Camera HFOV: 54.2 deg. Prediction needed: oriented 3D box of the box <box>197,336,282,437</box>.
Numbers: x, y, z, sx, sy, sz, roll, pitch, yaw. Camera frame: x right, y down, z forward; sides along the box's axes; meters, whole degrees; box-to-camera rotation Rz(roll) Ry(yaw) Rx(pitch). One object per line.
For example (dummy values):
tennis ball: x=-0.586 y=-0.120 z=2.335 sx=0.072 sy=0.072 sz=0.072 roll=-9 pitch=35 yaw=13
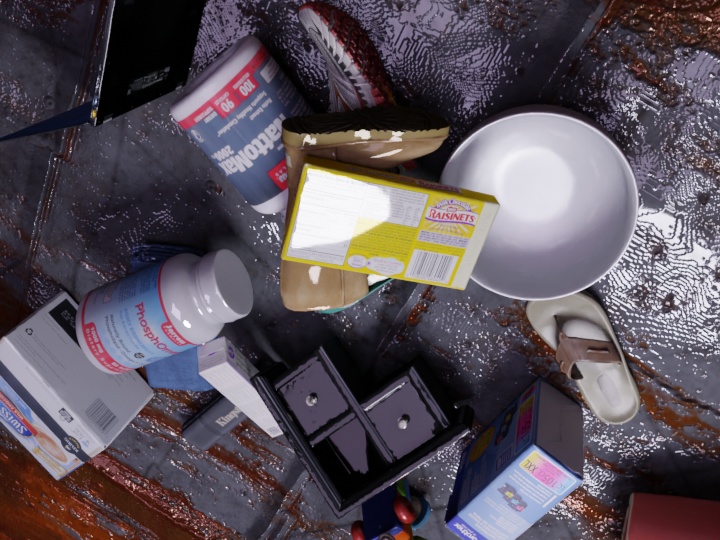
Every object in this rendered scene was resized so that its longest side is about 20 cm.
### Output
box: x=-0.140 y=0.153 z=0.898 sx=0.041 sy=0.039 sz=0.201 roll=-22 pitch=140 yaw=9

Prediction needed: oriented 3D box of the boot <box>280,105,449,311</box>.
boot: x=-0.001 y=-0.061 z=0.721 sx=0.171 sy=0.067 sz=0.203 roll=-4 pitch=124 yaw=-7

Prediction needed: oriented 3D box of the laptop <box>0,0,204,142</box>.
laptop: x=-0.266 y=-0.222 z=0.729 sx=0.114 sy=0.188 sz=0.202 roll=25 pitch=120 yaw=2

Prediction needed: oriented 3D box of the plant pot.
plant pot: x=0.394 y=0.357 z=0.822 sx=0.174 sy=0.200 sz=0.204 roll=10 pitch=118 yaw=22

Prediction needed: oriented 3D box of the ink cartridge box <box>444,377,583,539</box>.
ink cartridge box: x=0.178 y=0.247 z=0.853 sx=0.076 sy=0.137 sz=0.201 roll=34 pitch=120 yaw=0

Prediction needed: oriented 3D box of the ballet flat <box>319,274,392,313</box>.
ballet flat: x=0.000 y=0.000 z=0.825 sx=0.199 sy=0.071 sz=0.068 roll=-35 pitch=102 yaw=28

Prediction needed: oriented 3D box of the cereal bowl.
cereal bowl: x=0.180 y=-0.075 z=0.727 sx=0.196 sy=0.084 sz=0.204 roll=7 pitch=117 yaw=14

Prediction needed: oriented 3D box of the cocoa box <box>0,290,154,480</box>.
cocoa box: x=-0.423 y=0.162 z=0.995 sx=0.130 sy=0.134 sz=0.201 roll=-33 pitch=102 yaw=28

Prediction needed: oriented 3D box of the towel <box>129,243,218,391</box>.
towel: x=-0.244 y=0.065 z=0.942 sx=0.109 sy=0.049 sz=0.204 roll=6 pitch=115 yaw=10

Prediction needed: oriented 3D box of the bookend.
bookend: x=0.005 y=0.156 z=0.868 sx=0.198 sy=0.092 sz=0.201 roll=-34 pitch=86 yaw=12

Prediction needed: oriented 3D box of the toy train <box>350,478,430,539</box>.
toy train: x=0.052 y=0.344 z=0.899 sx=0.084 sy=0.201 sz=0.116 roll=-34 pitch=119 yaw=15

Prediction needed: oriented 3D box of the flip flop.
flip flop: x=0.258 y=0.102 z=0.804 sx=0.080 sy=0.058 sz=0.202 roll=-25 pitch=106 yaw=26

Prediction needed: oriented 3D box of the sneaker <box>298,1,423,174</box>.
sneaker: x=-0.012 y=-0.182 z=0.736 sx=0.081 sy=0.078 sz=0.202 roll=-22 pitch=107 yaw=26

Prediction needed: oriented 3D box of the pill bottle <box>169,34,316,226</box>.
pill bottle: x=-0.095 y=-0.133 z=0.755 sx=0.118 sy=0.121 sz=0.201 roll=-28 pitch=117 yaw=26

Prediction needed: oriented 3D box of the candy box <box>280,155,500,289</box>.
candy box: x=0.028 y=-0.042 z=0.683 sx=0.196 sy=0.027 sz=0.104 roll=10 pitch=119 yaw=-16

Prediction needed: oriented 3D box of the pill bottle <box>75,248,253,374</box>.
pill bottle: x=-0.232 y=0.046 z=0.843 sx=0.197 sy=0.109 sz=0.110 roll=-20 pitch=109 yaw=19

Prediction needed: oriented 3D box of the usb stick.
usb stick: x=-0.182 y=0.193 z=0.995 sx=0.055 sy=0.033 sz=0.199 roll=43 pitch=119 yaw=-13
